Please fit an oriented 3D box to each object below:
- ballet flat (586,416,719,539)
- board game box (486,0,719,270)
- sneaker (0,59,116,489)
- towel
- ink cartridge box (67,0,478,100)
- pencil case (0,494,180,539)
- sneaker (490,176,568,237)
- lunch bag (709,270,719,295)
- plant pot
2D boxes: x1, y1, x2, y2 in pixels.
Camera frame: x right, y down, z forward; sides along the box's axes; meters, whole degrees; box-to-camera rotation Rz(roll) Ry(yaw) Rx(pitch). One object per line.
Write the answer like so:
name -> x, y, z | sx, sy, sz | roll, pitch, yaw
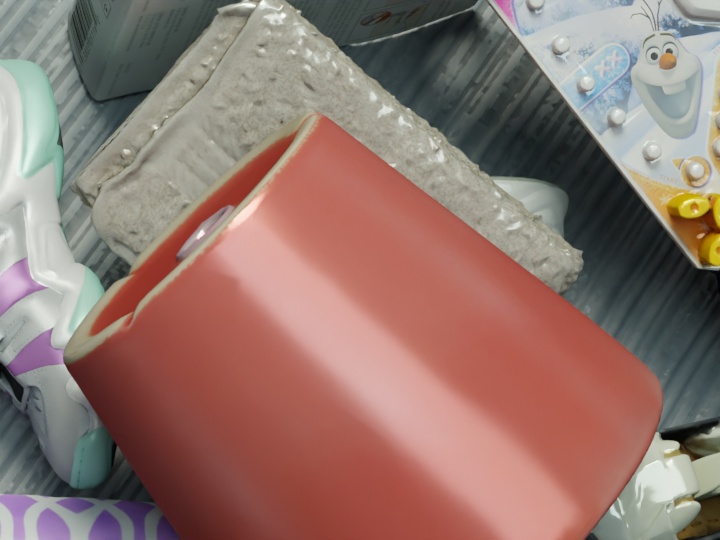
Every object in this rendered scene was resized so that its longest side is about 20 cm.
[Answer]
ballet flat -> 0.138, 0.093, 1.138 | 0.199, 0.073, 0.074 | -7, 73, -36
board game box -> 0.164, -0.136, 1.099 | 0.200, 0.026, 0.200 | -40, 99, -2
sneaker -> -0.185, 0.011, 1.119 | 0.139, 0.078, 0.201 | -11, 66, -15
towel -> -0.014, -0.016, 1.114 | 0.200, 0.035, 0.133 | 38, 104, -15
ink cartridge box -> -0.023, -0.144, 1.158 | 0.199, 0.160, 0.048 | -16, 77, -19
pencil case -> -0.152, 0.136, 1.082 | 0.198, 0.084, 0.086 | 6, 112, -11
sneaker -> 0.000, 0.000, 1.167 | 0.199, 0.070, 0.081 | 0, 82, -11
lunch bag -> 0.246, -0.027, 1.199 | 0.199, 0.136, 0.133 | -17, 76, -17
plant pot -> -0.008, 0.048, 1.029 | 0.177, 0.200, 0.201 | 47, 68, -9
